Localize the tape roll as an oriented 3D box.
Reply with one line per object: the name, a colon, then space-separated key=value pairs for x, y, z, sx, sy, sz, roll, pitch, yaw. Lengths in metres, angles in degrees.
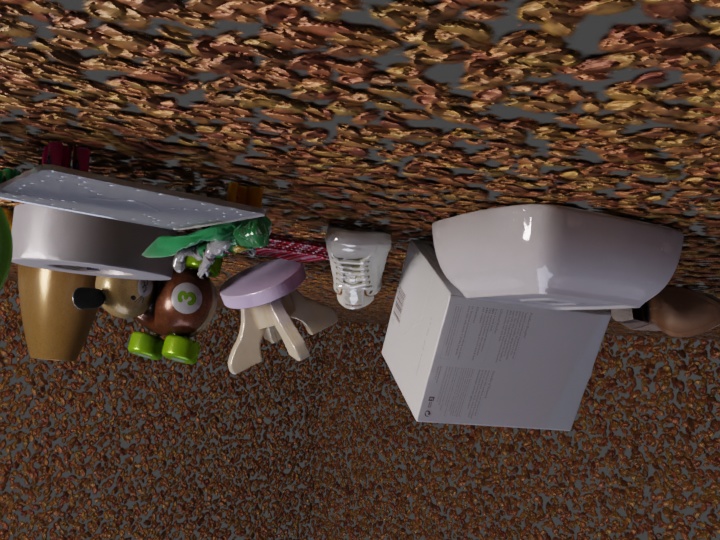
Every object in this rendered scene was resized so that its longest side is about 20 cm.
tape roll: x=-0.328 y=-0.032 z=1.074 sx=0.195 sy=0.068 sz=0.200 roll=5 pitch=175 yaw=0

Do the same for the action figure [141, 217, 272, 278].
action figure: x=-0.142 y=-0.030 z=0.901 sx=0.116 sy=0.056 sz=0.199 roll=-24 pitch=-172 yaw=-29

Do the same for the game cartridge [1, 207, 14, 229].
game cartridge: x=-0.527 y=-0.067 z=1.117 sx=0.194 sy=0.033 sz=0.176 roll=3 pitch=174 yaw=-3

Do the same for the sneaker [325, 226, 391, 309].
sneaker: x=0.000 y=0.000 z=1.002 sx=0.071 sy=0.087 sz=0.200 roll=6 pitch=173 yaw=9

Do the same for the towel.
towel: x=-0.134 y=-0.030 z=1.145 sx=0.196 sy=0.023 sz=0.144 roll=8 pitch=174 yaw=-30

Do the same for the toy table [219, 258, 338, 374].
toy table: x=-0.131 y=0.062 z=1.289 sx=0.180 sy=0.119 sz=0.200 roll=-23 pitch=-166 yaw=-6

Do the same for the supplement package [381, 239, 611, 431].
supplement package: x=0.149 y=0.074 z=0.998 sx=0.195 sy=0.155 sz=0.151 roll=7 pitch=-158 yaw=-18

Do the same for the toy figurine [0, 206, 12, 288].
toy figurine: x=-0.370 y=-0.062 z=0.671 sx=0.198 sy=0.152 sz=0.184 roll=36 pitch=153 yaw=-7

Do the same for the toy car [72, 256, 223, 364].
toy car: x=-0.320 y=0.026 z=1.259 sx=0.155 sy=0.168 sz=0.199 roll=1 pitch=160 yaw=37

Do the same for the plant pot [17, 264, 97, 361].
plant pot: x=-0.622 y=0.082 z=1.795 sx=0.181 sy=0.206 sz=0.186 roll=4 pitch=175 yaw=0

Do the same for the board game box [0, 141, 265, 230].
board game box: x=-0.214 y=-0.071 z=0.786 sx=0.196 sy=0.027 sz=0.198 roll=10 pitch=173 yaw=-35

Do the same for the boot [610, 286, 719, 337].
boot: x=0.476 y=0.060 z=1.299 sx=0.144 sy=0.072 sz=0.197 roll=2 pitch=179 yaw=-43

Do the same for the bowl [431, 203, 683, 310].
bowl: x=0.185 y=-0.006 z=0.832 sx=0.196 sy=0.077 sz=0.199 roll=7 pitch=172 yaw=-28
